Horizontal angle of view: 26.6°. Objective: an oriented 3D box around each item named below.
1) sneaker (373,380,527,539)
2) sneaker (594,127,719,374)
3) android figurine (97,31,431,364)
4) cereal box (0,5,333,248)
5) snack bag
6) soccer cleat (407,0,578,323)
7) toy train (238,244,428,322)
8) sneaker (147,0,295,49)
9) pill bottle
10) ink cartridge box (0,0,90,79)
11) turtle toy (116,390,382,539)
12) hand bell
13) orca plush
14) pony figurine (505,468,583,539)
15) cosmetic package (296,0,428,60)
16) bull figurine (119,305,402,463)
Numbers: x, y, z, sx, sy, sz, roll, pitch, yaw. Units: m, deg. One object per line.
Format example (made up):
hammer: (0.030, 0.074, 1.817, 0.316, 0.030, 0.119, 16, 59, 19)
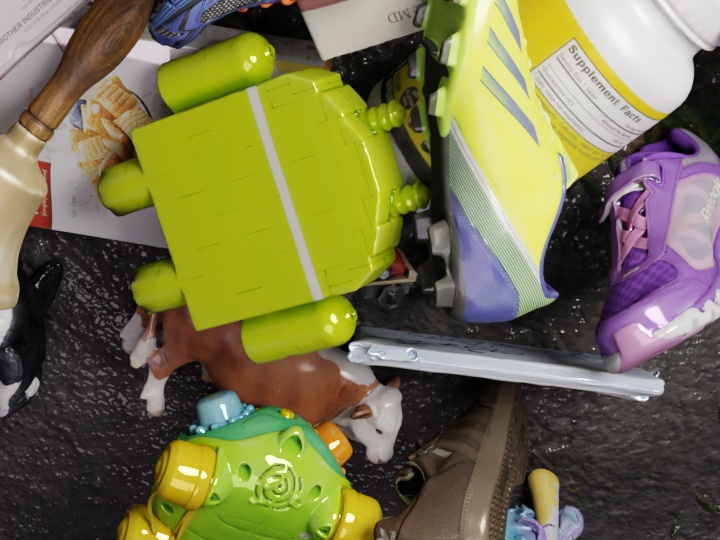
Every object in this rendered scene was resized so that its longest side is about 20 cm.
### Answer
sneaker: (0.060, 0.119, 0.959, 0.075, 0.200, 0.071, -1, 108, 14)
sneaker: (0.168, -0.019, 0.861, 0.080, 0.200, 0.089, -29, 102, 37)
android figurine: (-0.054, -0.040, 0.853, 0.199, 0.041, 0.184, -17, 95, 30)
cereal box: (-0.122, -0.082, 0.924, 0.198, 0.040, 0.145, 8, 125, 0)
snack bag: (0.086, 0.058, 0.926, 0.187, 0.200, 0.022, 7, 91, 1)
soccer cleat: (0.071, -0.071, 0.778, 0.083, 0.065, 0.202, -5, 108, -12)
toy train: (0.000, 0.000, 0.940, 0.198, 0.034, 0.046, -5, 124, -16)
sneaker: (-0.020, -0.156, 0.736, 0.199, 0.076, 0.079, -25, 122, 24)
pill bottle: (0.108, -0.111, 0.837, 0.199, 0.113, 0.112, -36, 115, 26)
ink cartridge box: (-0.241, -0.202, 0.832, 0.119, 0.042, 0.200, -33, 103, 25)
turtle toy: (-0.078, 0.149, 0.975, 0.145, 0.102, 0.200, 19, 136, -17)
hand bell: (-0.177, -0.087, 0.856, 0.104, 0.104, 0.200, 37, 98, -20)
orca plush: (-0.235, 0.002, 0.999, 0.071, 0.105, 0.202, -29, 117, -29)
pony figurine: (0.110, 0.226, 1.021, 0.166, 0.201, 0.193, -34, 116, 25)
cosmetic package: (-0.009, -0.224, 0.783, 0.102, 0.088, 0.201, -17, 122, 15)
bull figurine: (-0.066, 0.070, 1.011, 0.200, 0.065, 0.121, 40, 122, -21)
